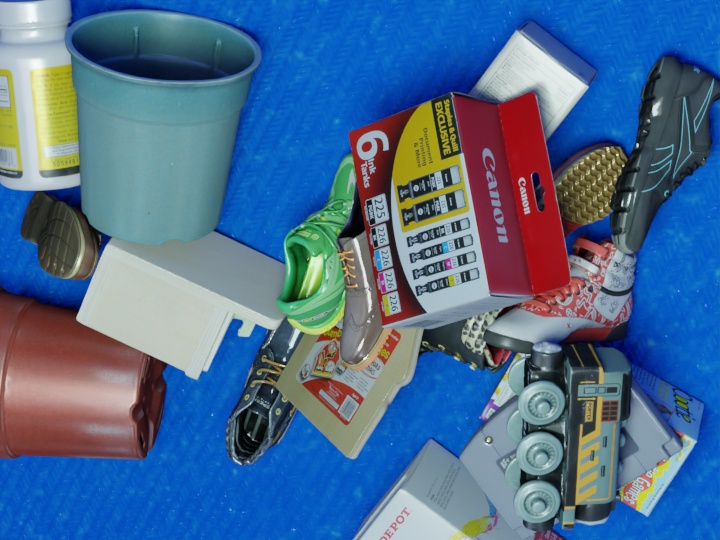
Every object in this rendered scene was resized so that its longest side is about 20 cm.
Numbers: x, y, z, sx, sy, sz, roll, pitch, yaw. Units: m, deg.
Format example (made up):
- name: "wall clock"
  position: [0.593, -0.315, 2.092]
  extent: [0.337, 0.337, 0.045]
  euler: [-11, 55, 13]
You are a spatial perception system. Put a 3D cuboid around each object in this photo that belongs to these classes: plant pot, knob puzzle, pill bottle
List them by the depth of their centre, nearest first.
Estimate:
- name: "knob puzzle"
  position: [0.008, 0.075, 1.698]
  extent: [0.030, 0.220, 0.220]
  euler: [28, 118, -34]
- name: "plant pot"
  position: [-0.210, -0.144, 1.707]
  extent: [0.200, 0.200, 0.196]
  euler: [14, 118, 11]
- name: "pill bottle"
  position: [-0.343, -0.194, 1.761]
  extent: [0.111, 0.111, 0.200]
  euler: [3, 108, 15]
- name: "plant pot"
  position: [-0.324, 0.125, 1.825]
  extent: [0.195, 0.201, 0.201]
  euler: [6, 109, 5]

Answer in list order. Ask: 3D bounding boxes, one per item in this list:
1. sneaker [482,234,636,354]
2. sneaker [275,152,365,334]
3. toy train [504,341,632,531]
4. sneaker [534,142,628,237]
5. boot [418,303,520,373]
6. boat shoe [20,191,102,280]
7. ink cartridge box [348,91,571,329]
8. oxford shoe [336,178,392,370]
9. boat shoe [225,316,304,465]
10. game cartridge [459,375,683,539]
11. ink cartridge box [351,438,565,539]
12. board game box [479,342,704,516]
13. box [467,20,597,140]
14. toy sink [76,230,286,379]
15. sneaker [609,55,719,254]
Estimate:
- name: "sneaker"
  position: [0.202, 0.020, 1.646]
  extent: [0.067, 0.201, 0.108]
  euler: [22, 110, 44]
- name: "sneaker"
  position: [-0.029, -0.033, 1.711]
  extent: [0.074, 0.084, 0.200]
  euler: [13, 80, 38]
- name: "toy train"
  position: [0.201, 0.161, 1.587]
  extent: [0.114, 0.085, 0.200]
  euler: [-1, 111, -3]
- name: "sneaker"
  position: [0.184, -0.062, 1.659]
  extent: [0.200, 0.090, 0.075]
  euler: [-41, 115, -17]
- name: "boot"
  position: [0.076, 0.079, 1.721]
  extent: [0.154, 0.073, 0.204]
  euler: [34, 113, 36]
- name: "boat shoe"
  position: [-0.310, -0.035, 1.769]
  extent: [0.068, 0.200, 0.072]
  euler: [21, 97, -27]
- name: "ink cartridge box"
  position: [0.094, -0.061, 1.572]
  extent: [0.175, 0.084, 0.200]
  euler: [-19, 76, 36]
- name: "oxford shoe"
  position: [0.000, 0.000, 1.662]
  extent: [0.071, 0.073, 0.200]
  euler: [-5, 70, 51]
- name: "boat shoe"
  position: [-0.090, 0.120, 1.802]
  extent: [0.071, 0.091, 0.200]
  euler: [22, 111, 8]
- name: "game cartridge"
  position: [0.206, 0.173, 1.655]
  extent: [0.200, 0.042, 0.133]
  euler: [-34, 92, 24]
- name: "ink cartridge box"
  position: [0.098, 0.313, 1.782]
  extent: [0.200, 0.145, 0.145]
  euler: [38, 114, 1]
- name: "board game box"
  position: [0.242, 0.147, 1.712]
  extent: [0.200, 0.105, 0.103]
  euler: [30, 113, 6]
- name: "box"
  position: [0.141, -0.144, 1.660]
  extent: [0.095, 0.078, 0.200]
  euler: [39, 113, 1]
- name: "toy sink"
  position: [-0.184, 0.031, 1.770]
  extent: [0.200, 0.130, 0.112]
  euler: [24, 117, -3]
- name: "sneaker"
  position: [0.302, -0.108, 1.611]
  extent: [0.079, 0.075, 0.200]
  euler: [17, 90, -6]
